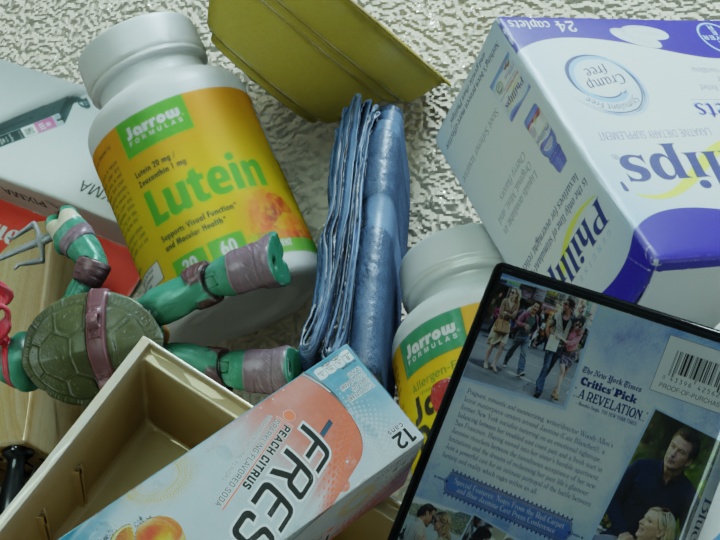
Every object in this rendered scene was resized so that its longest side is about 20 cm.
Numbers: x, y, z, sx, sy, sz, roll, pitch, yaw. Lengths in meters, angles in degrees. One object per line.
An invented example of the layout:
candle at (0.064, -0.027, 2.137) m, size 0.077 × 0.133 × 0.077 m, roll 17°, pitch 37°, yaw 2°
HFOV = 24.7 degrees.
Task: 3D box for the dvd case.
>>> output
dvd case at (0.088, 0.107, 0.759) m, size 0.143 × 0.018 × 0.200 m, roll 19°, pitch 85°, yaw 36°

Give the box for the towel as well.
towel at (0.000, 0.000, 1.020) m, size 0.048 × 0.112 × 0.200 m, roll 0°, pitch 55°, yaw 8°

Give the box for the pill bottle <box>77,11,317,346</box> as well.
pill bottle at (-0.109, -0.062, 1.061) m, size 0.111 × 0.111 × 0.200 m, roll -24°, pitch 75°, yaw 0°

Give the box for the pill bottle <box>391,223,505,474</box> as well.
pill bottle at (0.079, 0.077, 0.955) m, size 0.113 × 0.113 × 0.200 m, roll -14°, pitch 56°, yaw 7°

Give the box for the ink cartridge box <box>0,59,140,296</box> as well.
ink cartridge box at (-0.226, -0.051, 1.161) m, size 0.200 × 0.044 × 0.174 m, roll 20°, pitch 65°, yaw 25°

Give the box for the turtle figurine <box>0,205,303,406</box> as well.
turtle figurine at (-0.138, 0.041, 0.958) m, size 0.200 × 0.150 × 0.101 m, roll -7°, pitch 19°, yaw 11°

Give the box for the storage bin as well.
storage bin at (-0.089, 0.178, 0.837) m, size 0.198 × 0.094 × 0.200 m, roll 31°, pitch 63°, yaw 11°

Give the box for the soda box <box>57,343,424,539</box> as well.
soda box at (-0.066, 0.121, 0.777) m, size 0.200 × 0.068 × 0.064 m, roll -34°, pitch 72°, yaw -22°

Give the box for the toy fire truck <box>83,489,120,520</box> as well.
toy fire truck at (-0.107, 0.215, 0.920) m, size 0.168 × 0.112 × 0.200 m, roll 9°, pitch 61°, yaw 20°

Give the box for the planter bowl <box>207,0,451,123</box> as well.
planter bowl at (-0.041, -0.158, 1.104) m, size 0.083 × 0.200 × 0.200 m, roll -50°, pitch 58°, yaw 6°

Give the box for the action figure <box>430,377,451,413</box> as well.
action figure at (0.073, 0.148, 0.819) m, size 0.065 × 0.052 × 0.200 m, roll -1°, pitch 63°, yaw -12°

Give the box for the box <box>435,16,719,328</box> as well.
box at (0.174, -0.047, 0.960) m, size 0.184 × 0.105 × 0.200 m, roll -4°, pitch 50°, yaw -30°

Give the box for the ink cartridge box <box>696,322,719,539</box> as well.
ink cartridge box at (0.192, 0.128, 0.841) m, size 0.145 × 0.200 × 0.084 m, roll -42°, pitch 55°, yaw -12°

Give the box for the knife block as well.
knife block at (-0.210, 0.092, 1.040) m, size 0.200 × 0.064 × 0.176 m, roll -47°, pitch 57°, yaw -3°
